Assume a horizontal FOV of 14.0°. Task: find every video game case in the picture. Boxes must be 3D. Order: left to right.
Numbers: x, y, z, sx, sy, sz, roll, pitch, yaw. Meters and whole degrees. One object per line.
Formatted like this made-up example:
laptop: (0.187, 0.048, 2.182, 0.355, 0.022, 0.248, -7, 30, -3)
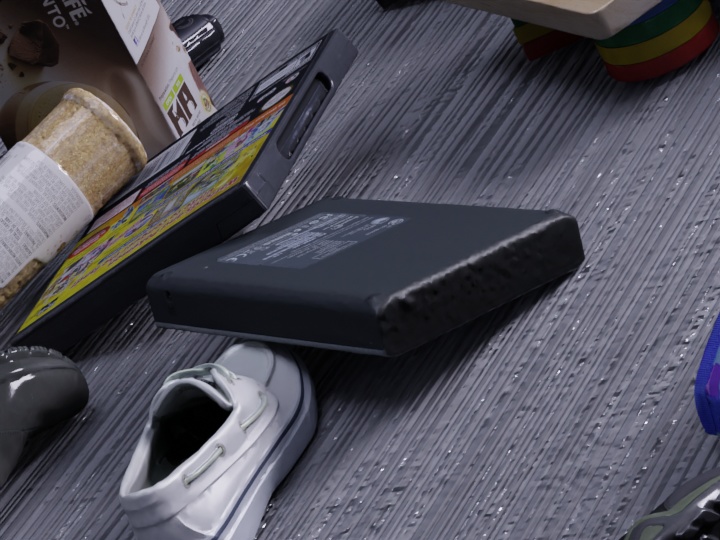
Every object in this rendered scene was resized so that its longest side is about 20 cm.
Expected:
video game case: (-0.101, -0.042, 1.699, 0.200, 0.026, 0.181, -33, 17, 33)

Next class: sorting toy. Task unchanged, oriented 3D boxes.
sorting toy: (0.172, -0.186, 1.710, 0.198, 0.070, 0.200, -35, 25, -16)

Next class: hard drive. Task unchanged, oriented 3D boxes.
hard drive: (0.000, 0.000, 1.524, 0.139, 0.033, 0.200, -25, 18, -35)

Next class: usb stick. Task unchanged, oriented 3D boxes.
usb stick: (-0.172, -0.109, 1.969, 0.200, 0.033, 0.055, -42, 20, -28)

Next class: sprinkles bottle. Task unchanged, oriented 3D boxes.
sprinkles bottle: (-0.217, -0.020, 1.749, 0.200, 0.068, 0.068, -47, 29, -17)

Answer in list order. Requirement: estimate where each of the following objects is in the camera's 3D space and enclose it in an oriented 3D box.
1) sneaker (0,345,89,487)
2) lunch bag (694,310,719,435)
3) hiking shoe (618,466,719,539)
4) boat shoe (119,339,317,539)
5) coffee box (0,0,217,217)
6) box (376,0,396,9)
sneaker: (-0.219, 0.103, 1.545, 0.200, 0.091, 0.076, -21, -14, -41)
lunch bag: (0.237, 0.005, 1.252, 0.150, 0.094, 0.200, 6, 49, 47)
hiking shoe: (0.083, 0.139, 1.140, 0.200, 0.076, 0.101, -40, 30, -24)
boat shoe: (-0.070, 0.077, 1.438, 0.073, 0.067, 0.200, -20, 24, 17)
coffee box: (-0.182, -0.139, 1.828, 0.113, 0.201, 0.080, -17, 26, 21)
box: (0.102, -0.279, 1.923, 0.193, 0.048, 0.200, -34, 15, 48)
